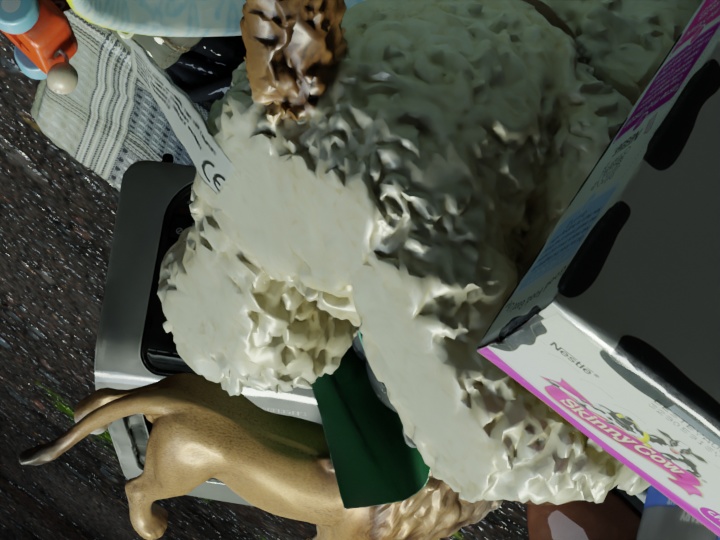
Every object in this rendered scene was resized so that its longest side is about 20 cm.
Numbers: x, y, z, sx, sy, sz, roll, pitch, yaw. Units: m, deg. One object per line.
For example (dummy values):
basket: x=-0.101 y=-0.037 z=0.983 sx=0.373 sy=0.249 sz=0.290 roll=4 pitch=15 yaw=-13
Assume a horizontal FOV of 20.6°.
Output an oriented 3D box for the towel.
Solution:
towel: x=-0.099 y=-0.055 z=1.080 sx=0.192 sy=0.035 sz=0.200 roll=37 pitch=161 yaw=-3

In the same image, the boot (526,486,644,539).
boot: x=0.074 y=0.198 z=0.844 sx=0.068 sy=0.199 sz=0.190 roll=-9 pitch=100 yaw=40

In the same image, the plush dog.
plush dog: x=0.042 y=-0.043 z=0.601 sx=0.199 sy=0.171 sz=0.162 roll=17 pitch=126 yaw=46

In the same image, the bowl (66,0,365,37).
bowl: x=0.004 y=-0.145 z=0.570 sx=0.200 sy=0.198 sz=0.109 roll=161 pitch=100 yaw=-66

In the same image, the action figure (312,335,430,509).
action figure: x=0.000 y=0.000 z=0.843 sx=0.200 sy=0.117 sz=0.055 roll=53 pitch=160 yaw=42

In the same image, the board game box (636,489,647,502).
board game box: x=0.174 y=0.092 z=0.884 sx=0.199 sy=0.026 sz=0.200 roll=21 pitch=167 yaw=-24

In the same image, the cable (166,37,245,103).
cable: x=-0.062 y=-0.111 z=0.872 sx=0.199 sy=0.051 sz=0.164 roll=27 pitch=158 yaw=23

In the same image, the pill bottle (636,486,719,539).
pill bottle: x=0.148 y=0.183 z=0.784 sx=0.113 sy=0.202 sz=0.114 roll=15 pitch=167 yaw=3

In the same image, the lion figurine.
lion figurine: x=-0.036 y=0.081 z=0.850 sx=0.198 sy=0.073 sz=0.122 roll=10 pitch=155 yaw=-24

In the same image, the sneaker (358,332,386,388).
sneaker: x=0.053 y=-0.024 z=0.756 sx=0.200 sy=0.139 sz=0.078 roll=-123 pitch=17 yaw=-48

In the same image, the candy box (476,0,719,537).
candy box: x=0.141 y=-0.022 z=0.516 sx=0.136 sy=0.201 sz=0.061 roll=37 pitch=159 yaw=-4

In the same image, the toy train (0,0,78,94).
toy train: x=-0.178 y=-0.171 z=0.893 sx=0.150 sy=0.056 sz=0.200 roll=44 pitch=170 yaw=17

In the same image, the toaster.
toaster: x=-0.035 y=0.041 z=0.991 sx=0.179 sy=0.120 sz=0.200 roll=8 pitch=156 yaw=3

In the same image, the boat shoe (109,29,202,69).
boat shoe: x=-0.124 y=-0.160 z=0.781 sx=0.202 sy=0.060 sz=0.072 roll=44 pitch=-166 yaw=23
